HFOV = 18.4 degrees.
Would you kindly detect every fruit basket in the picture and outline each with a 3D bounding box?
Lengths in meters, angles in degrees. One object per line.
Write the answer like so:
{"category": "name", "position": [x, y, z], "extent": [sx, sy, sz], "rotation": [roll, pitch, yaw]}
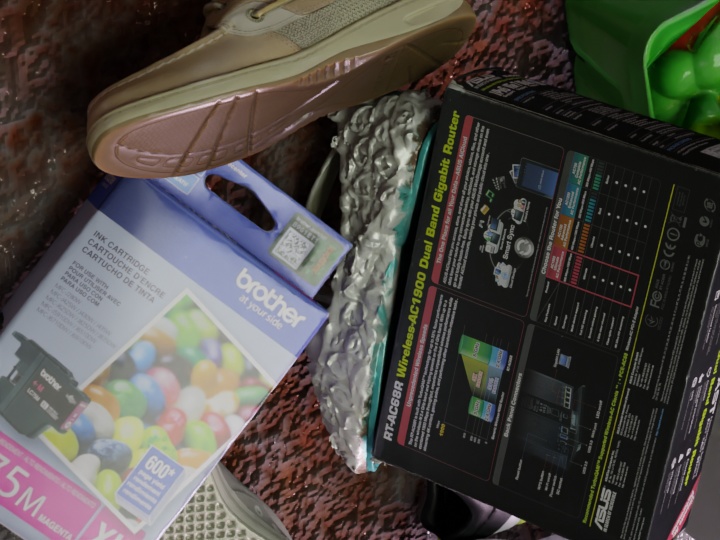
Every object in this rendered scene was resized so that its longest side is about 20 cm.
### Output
{"category": "fruit basket", "position": [0.199, -0.053, 1.120], "extent": [0.155, 0.216, 0.216], "rotation": [-30, 129, -23]}

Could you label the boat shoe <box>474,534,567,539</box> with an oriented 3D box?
{"category": "boat shoe", "position": [0.108, 0.190, 1.258], "extent": [0.200, 0.067, 0.074], "rotation": [0, 139, -48]}

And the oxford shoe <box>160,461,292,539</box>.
{"category": "oxford shoe", "position": [-0.093, 0.113, 1.096], "extent": [0.075, 0.058, 0.200], "rotation": [-42, 118, 1]}

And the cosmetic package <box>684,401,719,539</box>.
{"category": "cosmetic package", "position": [0.214, 0.092, 1.215], "extent": [0.085, 0.200, 0.108], "rotation": [1, 117, -36]}

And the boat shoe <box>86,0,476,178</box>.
{"category": "boat shoe", "position": [-0.043, -0.100, 1.005], "extent": [0.200, 0.065, 0.072], "rotation": [-24, 163, -26]}

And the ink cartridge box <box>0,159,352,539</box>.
{"category": "ink cartridge box", "position": [-0.102, 0.037, 1.022], "extent": [0.119, 0.042, 0.200], "rotation": [38, 87, -17]}

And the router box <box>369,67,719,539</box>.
{"category": "router box", "position": [0.098, 0.021, 1.052], "extent": [0.062, 0.150, 0.200], "rotation": [-23, 130, -58]}

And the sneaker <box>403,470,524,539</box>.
{"category": "sneaker", "position": [0.052, 0.076, 1.171], "extent": [0.083, 0.072, 0.200], "rotation": [-30, 130, -19]}

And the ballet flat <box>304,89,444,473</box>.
{"category": "ballet flat", "position": [0.000, 0.000, 1.097], "extent": [0.072, 0.072, 0.200], "rotation": [-5, 116, -35]}
